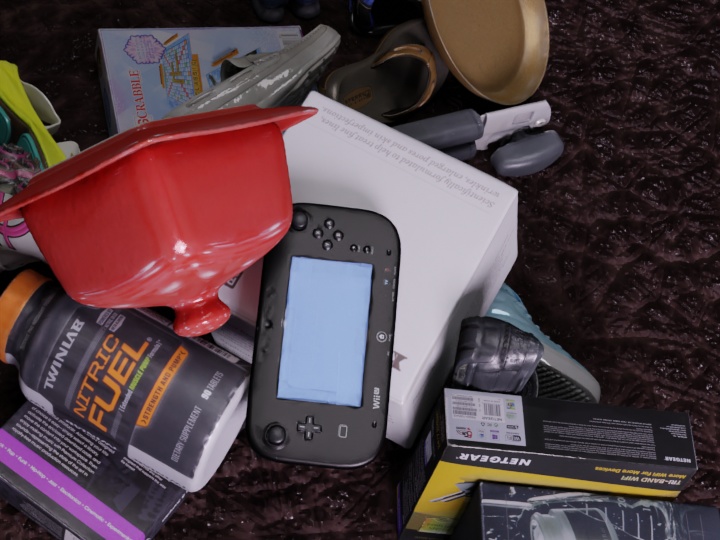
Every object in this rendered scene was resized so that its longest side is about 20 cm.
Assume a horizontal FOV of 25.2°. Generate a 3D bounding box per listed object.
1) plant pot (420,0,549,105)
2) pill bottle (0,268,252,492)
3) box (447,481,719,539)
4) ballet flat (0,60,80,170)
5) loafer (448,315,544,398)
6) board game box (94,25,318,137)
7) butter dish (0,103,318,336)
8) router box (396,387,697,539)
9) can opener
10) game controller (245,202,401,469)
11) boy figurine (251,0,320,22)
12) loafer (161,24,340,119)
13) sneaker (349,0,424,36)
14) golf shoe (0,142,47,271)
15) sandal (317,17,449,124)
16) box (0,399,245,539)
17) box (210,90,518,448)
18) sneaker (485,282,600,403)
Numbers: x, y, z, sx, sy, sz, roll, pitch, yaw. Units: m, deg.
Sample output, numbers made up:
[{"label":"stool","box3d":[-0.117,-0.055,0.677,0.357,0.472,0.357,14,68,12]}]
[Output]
[{"label":"plant pot","box3d":[0.118,-0.258,1.580,0.199,0.027,0.203,17,67,-46]},{"label":"pill bottle","box3d":[-0.184,0.075,1.218,0.198,0.107,0.107,28,52,6]},{"label":"box","box3d":[0.170,0.280,1.200,0.194,0.125,0.202,6,53,-9]},{"label":"ballet flat","box3d":[-0.283,-0.110,1.402,0.066,0.067,0.201,-12,56,-39]},{"label":"loafer","box3d":[0.105,0.094,1.269,0.069,0.201,0.069,10,67,3]},{"label":"board game box","box3d":[-0.132,-0.136,1.473,0.197,0.041,0.202,-3,56,-18]},{"label":"butter dish","box3d":[-0.135,-0.025,1.170,0.198,0.199,0.150,-17,88,-51]},{"label":"router box","box3d":[0.140,0.162,1.255,0.197,0.158,0.053,6,53,-10]},{"label":"can opener","box3d":[0.101,-0.114,1.514,0.198,0.054,0.067,-15,59,-24]},{"label":"game controller","box3d":[-0.026,0.047,1.195,0.103,0.042,0.203,3,70,5]},{"label":"boy figurine","box3d":[-0.062,-0.323,1.531,0.123,0.201,0.065,-11,58,-18]},{"label":"loafer","box3d":[-0.093,-0.167,1.435,0.070,0.070,0.200,43,55,6]},{"label":"sneaker","box3d":[0.016,-0.304,1.614,0.199,0.081,0.115,42,53,14]},{"label":"golf shoe","box3d":[-0.267,-0.033,1.299,0.072,0.093,0.199,4,21,-41]},{"label":"sandal","box3d":[0.034,-0.183,1.513,0.199,0.054,0.083,-31,109,-47]},{"label":"box","box3d":[-0.186,0.127,1.269,0.142,0.036,0.200,34,54,10]},{"label":"box","box3d":[0.000,0.000,1.304,0.197,0.131,0.201,27,73,14]},{"label":"sneaker","box3d":[0.127,0.048,1.388,0.199,0.074,0.082,31,57,8]}]
